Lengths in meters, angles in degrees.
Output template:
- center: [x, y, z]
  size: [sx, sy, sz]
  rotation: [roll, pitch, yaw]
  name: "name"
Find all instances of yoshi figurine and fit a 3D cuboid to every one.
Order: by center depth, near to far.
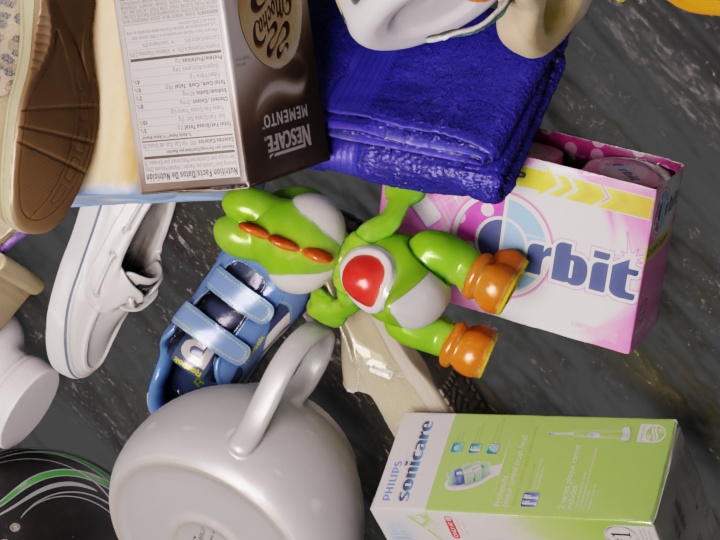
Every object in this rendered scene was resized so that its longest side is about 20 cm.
- center: [0.004, -0.008, 1.294]
  size: [0.198, 0.113, 0.112]
  rotation: [22, 152, 5]
  name: "yoshi figurine"

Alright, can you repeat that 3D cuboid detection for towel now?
- center: [0.023, -0.124, 1.282]
  size: [0.198, 0.149, 0.050]
  rotation: [13, 151, 21]
  name: "towel"

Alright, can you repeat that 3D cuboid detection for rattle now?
- center: [0.140, -0.159, 1.172]
  size: [0.143, 0.200, 0.131]
  rotation: [42, 115, 9]
  name: "rattle"

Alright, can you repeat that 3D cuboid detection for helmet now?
- center: [-0.243, 0.231, 1.505]
  size: [0.199, 0.189, 0.202]
  rotation: [16, 109, 56]
  name: "helmet"

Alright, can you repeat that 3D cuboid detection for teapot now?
- center: [-0.071, 0.148, 1.392]
  size: [0.199, 0.146, 0.198]
  rotation: [-13, 117, 41]
  name: "teapot"

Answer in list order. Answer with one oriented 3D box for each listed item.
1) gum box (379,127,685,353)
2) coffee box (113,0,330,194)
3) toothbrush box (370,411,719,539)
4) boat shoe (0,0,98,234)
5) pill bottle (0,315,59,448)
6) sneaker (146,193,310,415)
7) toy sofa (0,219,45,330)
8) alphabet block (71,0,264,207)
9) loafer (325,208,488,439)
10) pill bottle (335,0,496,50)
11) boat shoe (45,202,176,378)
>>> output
- center: [0.104, -0.033, 1.313]
  size: [0.198, 0.066, 0.115]
  rotation: [16, 114, 21]
  name: "gum box"
- center: [-0.088, -0.154, 1.203]
  size: [0.079, 0.113, 0.202]
  rotation: [-3, 101, 26]
  name: "coffee box"
- center: [0.128, 0.173, 1.329]
  size: [0.198, 0.087, 0.146]
  rotation: [1, 139, 27]
  name: "toothbrush box"
- center: [-0.200, -0.121, 1.186]
  size: [0.062, 0.073, 0.202]
  rotation: [-1, 80, 30]
  name: "boat shoe"
- center: [-0.334, 0.053, 1.537]
  size: [0.199, 0.104, 0.105]
  rotation: [33, 118, 13]
  name: "pill bottle"
- center: [-0.093, 0.037, 1.426]
  size: [0.074, 0.082, 0.201]
  rotation: [35, 118, 14]
  name: "sneaker"
- center: [-0.325, -0.046, 1.475]
  size: [0.200, 0.083, 0.098]
  rotation: [38, 86, 18]
  name: "toy sofa"
- center: [-0.188, -0.146, 1.318]
  size: [0.195, 0.195, 0.202]
  rotation: [-1, 91, 23]
  name: "alphabet block"
- center: [0.012, 0.050, 1.382]
  size: [0.068, 0.076, 0.201]
  rotation: [-31, 93, 25]
  name: "loafer"
- center: [0.010, -0.249, 1.244]
  size: [0.112, 0.112, 0.201]
  rotation: [-31, 74, 31]
  name: "pill bottle"
- center: [-0.179, -0.001, 1.460]
  size: [0.065, 0.073, 0.201]
  rotation: [27, 118, 20]
  name: "boat shoe"
